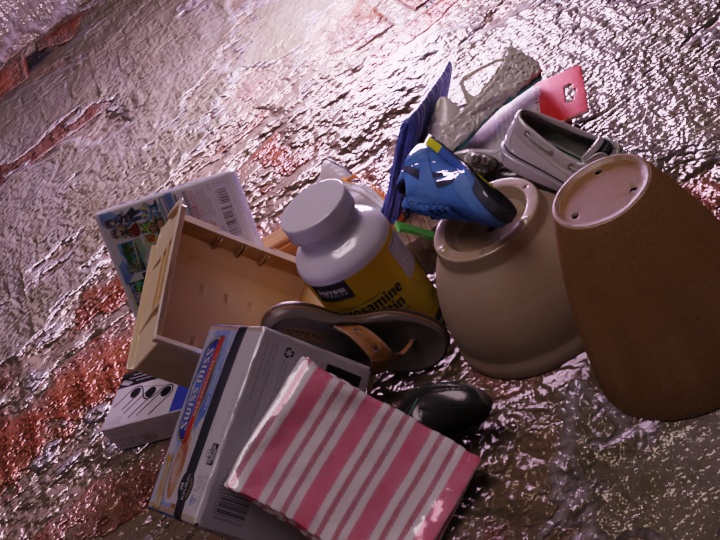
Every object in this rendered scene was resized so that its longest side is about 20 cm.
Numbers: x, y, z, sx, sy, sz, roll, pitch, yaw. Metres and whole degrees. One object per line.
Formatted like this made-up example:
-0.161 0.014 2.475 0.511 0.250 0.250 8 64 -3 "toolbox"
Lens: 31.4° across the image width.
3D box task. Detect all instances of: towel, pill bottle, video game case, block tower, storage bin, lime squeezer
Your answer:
0.069 -0.156 1.549 0.024 0.145 0.200 17 32 10 "towel"
0.000 0.000 1.392 0.112 0.200 0.112 -26 32 18 "pill bottle"
-0.202 -0.003 1.546 0.182 0.200 0.022 -17 14 12 "video game case"
0.048 -0.018 1.509 0.200 0.054 0.058 -31 32 9 "block tower"
-0.005 0.185 1.179 0.146 0.200 0.030 -59 -2 -19 "towel"
-0.137 0.042 1.425 0.094 0.200 0.199 -44 32 48 "storage bin"
0.138 -0.044 1.450 0.200 0.038 0.071 -17 59 -23 "lime squeezer"

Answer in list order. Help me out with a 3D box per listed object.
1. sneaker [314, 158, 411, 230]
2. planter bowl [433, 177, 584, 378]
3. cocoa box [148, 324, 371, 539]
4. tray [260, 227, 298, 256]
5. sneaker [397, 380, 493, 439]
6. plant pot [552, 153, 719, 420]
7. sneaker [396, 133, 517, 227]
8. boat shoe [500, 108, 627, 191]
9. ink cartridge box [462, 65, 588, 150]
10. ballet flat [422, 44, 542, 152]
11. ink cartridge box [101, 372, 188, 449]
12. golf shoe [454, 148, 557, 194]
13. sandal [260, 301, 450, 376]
-0.006 -0.069 1.631 0.092 0.076 0.200 -58 34 3 "sneaker"
0.157 -0.008 1.310 0.200 0.135 0.200 -26 33 19 "planter bowl"
-0.100 0.167 1.263 0.131 0.133 0.200 -2 66 60 "cocoa box"
-0.137 0.027 1.591 0.200 0.099 0.037 -29 32 14 "tray"
0.047 0.173 1.258 0.200 0.075 0.079 -28 41 31 "sneaker"
0.254 0.000 1.141 0.186 0.200 0.186 -27 32 19 "plant pot"
0.090 -0.071 1.277 0.078 0.066 0.200 -49 28 5 "sneaker"
0.241 -0.107 1.323 0.200 0.067 0.074 20 45 10 "boat shoe"
0.190 -0.154 1.532 0.200 0.067 0.116 -24 33 21 "ink cartridge box"
0.128 -0.193 1.514 0.200 0.072 0.072 -42 31 -11 "ballet flat"
-0.216 0.152 1.559 0.200 0.044 0.094 -17 38 29 "ink cartridge box"
0.183 -0.111 1.434 0.200 0.078 0.097 6 18 5 "golf shoe"
-0.006 0.078 1.346 0.200 0.082 0.055 10 36 -7 "sandal"
